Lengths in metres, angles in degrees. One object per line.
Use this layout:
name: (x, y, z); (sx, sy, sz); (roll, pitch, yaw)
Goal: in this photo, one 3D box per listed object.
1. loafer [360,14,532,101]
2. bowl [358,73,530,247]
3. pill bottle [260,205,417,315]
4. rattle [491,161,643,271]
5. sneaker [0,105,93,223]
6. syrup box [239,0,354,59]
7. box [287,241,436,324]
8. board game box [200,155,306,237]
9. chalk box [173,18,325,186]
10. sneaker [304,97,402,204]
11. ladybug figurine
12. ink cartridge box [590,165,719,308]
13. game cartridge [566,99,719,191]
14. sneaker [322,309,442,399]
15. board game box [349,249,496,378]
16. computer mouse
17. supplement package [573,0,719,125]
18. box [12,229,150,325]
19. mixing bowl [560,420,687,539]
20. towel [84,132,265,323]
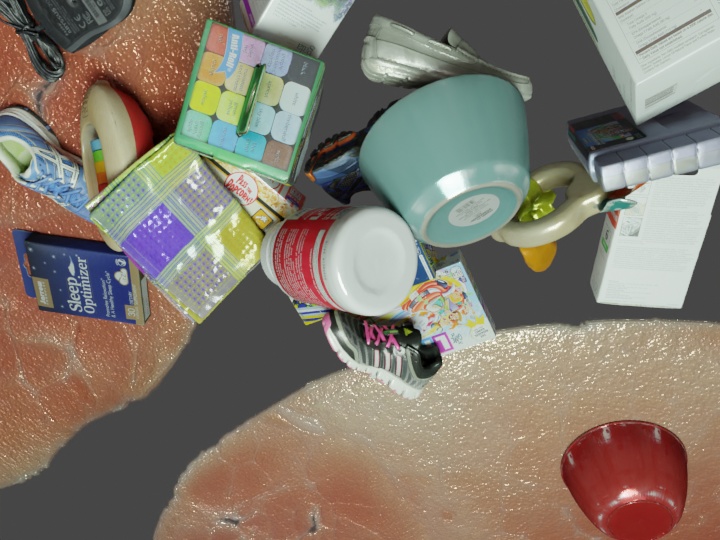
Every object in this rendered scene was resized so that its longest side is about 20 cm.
loafer: (0.098, -0.228, 0.686); (0.196, 0.070, 0.071); (10, 94, -13)
bowl: (0.104, -0.100, 0.687); (0.197, 0.107, 0.202); (-12, 152, -7)
pill bottle: (-0.035, -0.015, 0.717); (0.199, 0.112, 0.113); (6, 136, 55)
rattle: (0.254, -0.047, 0.714); (0.198, 0.130, 0.145); (-5, 116, 44)
sneaker: (-0.395, -0.117, 0.811); (0.199, 0.078, 0.076); (40, 116, -19)
syrup box: (-0.037, -0.316, 0.627); (0.078, 0.082, 0.200); (16, 128, -36)
box: (0.000, 0.000, 0.842); (0.197, 0.065, 0.071); (-20, 118, 19)
board game box: (-0.191, -0.070, 0.832); (0.151, 0.047, 0.200); (39, 118, -16)
chalk box: (-0.111, -0.167, 0.653); (0.122, 0.200, 0.127); (18, 94, -5)
sneaker: (0.031, -0.143, 0.755); (0.197, 0.076, 0.079); (-19, 131, 24)
ladybug figurine: (-0.289, -0.127, 0.767); (0.135, 0.071, 0.205); (6, 104, 52)
ink cartridge box: (0.360, -0.052, 0.774); (0.106, 0.051, 0.203); (4, 121, 5)
game cartridge: (0.286, -0.138, 0.641); (0.127, 0.201, 0.039); (-9, 113, 13)
sneaker: (0.037, 0.098, 0.848); (0.199, 0.074, 0.087); (36, 115, -28)
board game box: (0.076, 0.067, 0.891); (0.197, 0.034, 0.136); (-22, 117, 19)
computer mouse: (-0.323, -0.308, 0.704); (0.197, 0.053, 0.140); (-11, 122, 28)
supplement package: (0.265, -0.265, 0.544); (0.149, 0.151, 0.203); (-27, 79, 22)
box: (-0.411, 0.011, 0.920); (0.196, 0.033, 0.123); (8, 122, 3)
mixing bowl: (0.419, 0.346, 0.978); (0.196, 0.109, 0.204); (4, 122, 6)
towel: (-0.206, -0.045, 0.748); (0.143, 0.023, 0.201); (-43, 127, -11)
